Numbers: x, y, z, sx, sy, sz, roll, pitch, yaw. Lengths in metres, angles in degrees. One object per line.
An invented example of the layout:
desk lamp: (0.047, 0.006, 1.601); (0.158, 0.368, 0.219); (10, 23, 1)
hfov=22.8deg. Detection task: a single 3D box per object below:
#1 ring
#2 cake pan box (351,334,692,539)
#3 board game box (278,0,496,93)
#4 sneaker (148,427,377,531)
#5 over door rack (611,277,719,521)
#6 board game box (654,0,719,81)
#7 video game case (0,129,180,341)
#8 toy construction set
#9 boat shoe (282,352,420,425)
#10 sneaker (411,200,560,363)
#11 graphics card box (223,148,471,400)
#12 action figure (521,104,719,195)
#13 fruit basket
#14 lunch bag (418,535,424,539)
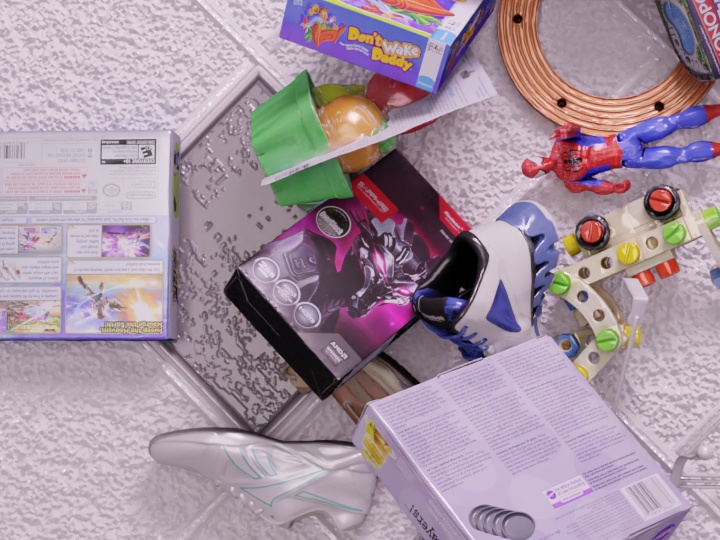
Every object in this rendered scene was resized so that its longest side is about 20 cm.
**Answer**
ring: (0.217, -0.211, 1.524); (0.200, 0.019, 0.201); (0, 85, 5)
cake pan box: (0.123, 0.149, 1.330); (0.200, 0.052, 0.184); (-19, 59, -35)
board game box: (0.030, -0.221, 1.458); (0.134, 0.200, 0.045); (21, 121, 7)
sneaker: (-0.084, 0.175, 1.505); (0.200, 0.070, 0.080); (8, 90, 6)
over door rack: (0.271, 0.110, 1.429); (0.147, 0.067, 0.200); (3, 106, -13)
board game box: (0.279, -0.263, 1.463); (0.200, 0.062, 0.200); (-24, 98, -19)
video game case: (-0.258, -0.029, 1.549); (0.200, 0.045, 0.182); (0, 85, 6)
toy construction set: (0.239, 0.006, 1.469); (0.200, 0.092, 0.131); (-22, 82, 4)
boat shoe: (-0.032, 0.072, 1.505); (0.200, 0.076, 0.074); (42, 95, 8)
sneaker: (0.094, 0.047, 1.446); (0.115, 0.081, 0.200); (-13, 111, -34)
graphics card box: (0.000, 0.000, 1.468); (0.200, 0.051, 0.126); (-38, 82, -31)
action figure: (0.229, -0.100, 1.463); (0.200, 0.099, 0.065); (-11, 96, 11)
fruit basket: (0.011, -0.122, 1.468); (0.200, 0.185, 0.094); (-17, 109, 1)
lunch bag: (0.147, 0.261, 1.473); (0.200, 0.076, 0.160); (44, 89, 8)
